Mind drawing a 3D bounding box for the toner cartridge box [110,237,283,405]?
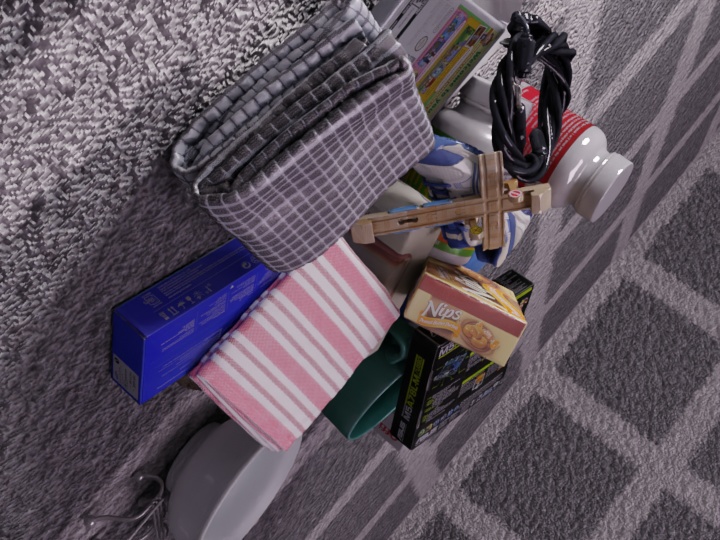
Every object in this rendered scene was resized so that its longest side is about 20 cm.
[{"bbox_3d":[-0.137,0.031,0.825,0.200,0.043,0.095,-35,155,-40],"label":"toner cartridge box"}]

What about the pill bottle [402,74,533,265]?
[{"bbox_3d":[0.117,-0.118,1.032,0.111,0.111,0.200,-8,127,-63],"label":"pill bottle"}]

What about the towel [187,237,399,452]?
[{"bbox_3d":[-0.059,0.068,0.879,0.200,0.030,0.146,-49,130,-14],"label":"towel"}]

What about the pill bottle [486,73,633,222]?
[{"bbox_3d":[0.226,-0.149,1.100,0.112,0.200,0.112,-44,159,-22],"label":"pill bottle"}]

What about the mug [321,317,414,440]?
[{"bbox_3d":[0.011,0.120,1.188,0.185,0.114,0.152,-51,161,16],"label":"mug"}]

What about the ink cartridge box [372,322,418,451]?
[{"bbox_3d":[0.063,0.145,1.322,0.084,0.145,0.200,-27,148,-48],"label":"ink cartridge box"}]

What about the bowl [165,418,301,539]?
[{"bbox_3d":[-0.162,0.241,1.049,0.201,0.090,0.201,-51,162,-23],"label":"bowl"}]

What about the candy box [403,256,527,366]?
[{"bbox_3d":[0.114,0.036,0.990,0.055,0.115,0.200,-64,178,10],"label":"candy box"}]

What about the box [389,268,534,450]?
[{"bbox_3d":[0.132,0.116,1.172,0.200,0.047,0.193,-28,140,-37],"label":"box"}]

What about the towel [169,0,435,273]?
[{"bbox_3d":[-0.032,-0.097,0.718,0.200,0.086,0.166,-40,154,1],"label":"towel"}]

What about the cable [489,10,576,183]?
[{"bbox_3d":[0.185,-0.169,0.926,0.200,0.051,0.164,9,86,-64],"label":"cable"}]

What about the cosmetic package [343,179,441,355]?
[{"bbox_3d":[0.000,0.000,0.996,0.087,0.103,0.200,-25,146,-54],"label":"cosmetic package"}]

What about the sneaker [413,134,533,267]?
[{"bbox_3d":[0.109,-0.068,0.920,0.200,0.075,0.088,31,83,-41],"label":"sneaker"}]

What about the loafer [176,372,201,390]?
[{"bbox_3d":[-0.101,0.077,0.927,0.200,0.068,0.076,-9,170,-33],"label":"loafer"}]

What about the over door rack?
[{"bbox_3d":[-0.276,0.330,0.968,0.148,0.067,0.200,100,12,-52],"label":"over door rack"}]

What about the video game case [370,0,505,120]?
[{"bbox_3d":[0.030,-0.170,0.819,0.200,0.022,0.182,-50,156,18],"label":"video game case"}]

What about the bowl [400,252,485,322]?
[{"bbox_3d":[0.108,-0.013,1.185,0.201,0.039,0.201,-42,-170,9],"label":"bowl"}]

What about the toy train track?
[{"bbox_3d":[0.090,-0.051,0.875,0.200,0.033,0.115,-10,128,0],"label":"toy train track"}]

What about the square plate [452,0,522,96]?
[{"bbox_3d":[0.096,-0.250,0.890,0.200,0.028,0.198,-47,160,-15],"label":"square plate"}]
